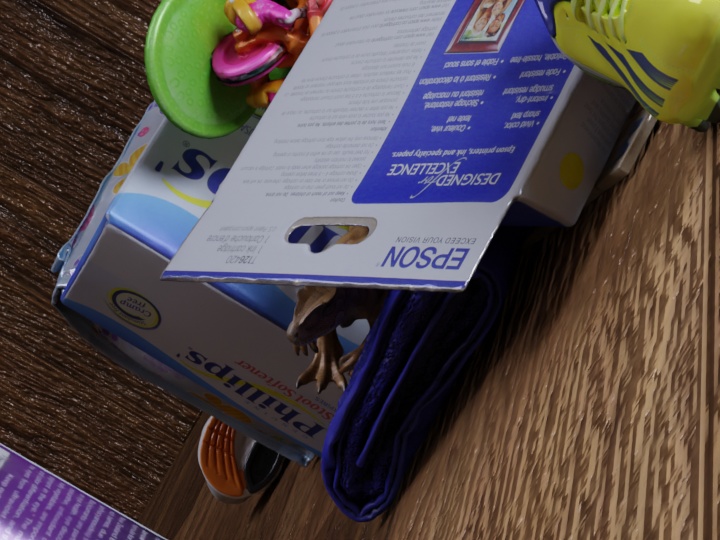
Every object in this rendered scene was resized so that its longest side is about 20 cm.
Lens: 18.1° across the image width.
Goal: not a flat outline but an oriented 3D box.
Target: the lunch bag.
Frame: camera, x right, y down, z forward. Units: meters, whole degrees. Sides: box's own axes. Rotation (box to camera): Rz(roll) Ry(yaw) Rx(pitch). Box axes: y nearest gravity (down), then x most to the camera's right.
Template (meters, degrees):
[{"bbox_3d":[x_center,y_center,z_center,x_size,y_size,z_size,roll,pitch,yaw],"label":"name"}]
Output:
[{"bbox_3d":[-0.074,-0.006,1.400,0.170,0.199,0.127,-62,0,-33],"label":"lunch bag"}]

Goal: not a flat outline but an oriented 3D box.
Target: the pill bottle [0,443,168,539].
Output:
[{"bbox_3d":[-0.135,0.155,1.000,0.112,0.199,0.111,-59,3,6],"label":"pill bottle"}]

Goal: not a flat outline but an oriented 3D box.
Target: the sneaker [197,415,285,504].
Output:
[{"bbox_3d":[-0.064,0.080,1.638,0.201,0.075,0.092,-60,-1,-21],"label":"sneaker"}]

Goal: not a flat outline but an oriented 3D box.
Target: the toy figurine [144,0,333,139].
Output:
[{"bbox_3d":[0.011,-0.148,1.140,0.183,0.151,0.200,3,46,46],"label":"toy figurine"}]

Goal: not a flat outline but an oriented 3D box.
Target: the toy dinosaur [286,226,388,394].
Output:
[{"bbox_3d":[0.000,0.000,1.131,0.200,0.060,0.107,-82,-6,-65],"label":"toy dinosaur"}]

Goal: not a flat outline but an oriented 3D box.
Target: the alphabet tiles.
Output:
[{"bbox_3d":[0.133,-0.108,0.966,0.201,0.008,0.167,-61,4,-14],"label":"alphabet tiles"}]

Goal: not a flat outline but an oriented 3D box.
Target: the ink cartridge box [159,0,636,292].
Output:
[{"bbox_3d":[0.031,-0.064,0.958,0.197,0.047,0.201,2,58,49],"label":"ink cartridge box"}]

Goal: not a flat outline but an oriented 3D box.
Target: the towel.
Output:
[{"bbox_3d":[0.034,0.002,1.025,0.148,0.049,0.200,-62,2,33],"label":"towel"}]

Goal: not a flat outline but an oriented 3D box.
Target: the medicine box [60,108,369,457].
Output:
[{"bbox_3d":[-0.040,-0.028,1.284,0.201,0.181,0.103,-63,5,-38],"label":"medicine box"}]

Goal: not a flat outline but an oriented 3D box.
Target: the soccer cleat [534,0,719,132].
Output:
[{"bbox_3d":[0.094,-0.095,0.786,0.065,0.083,0.200,-59,6,4],"label":"soccer cleat"}]
